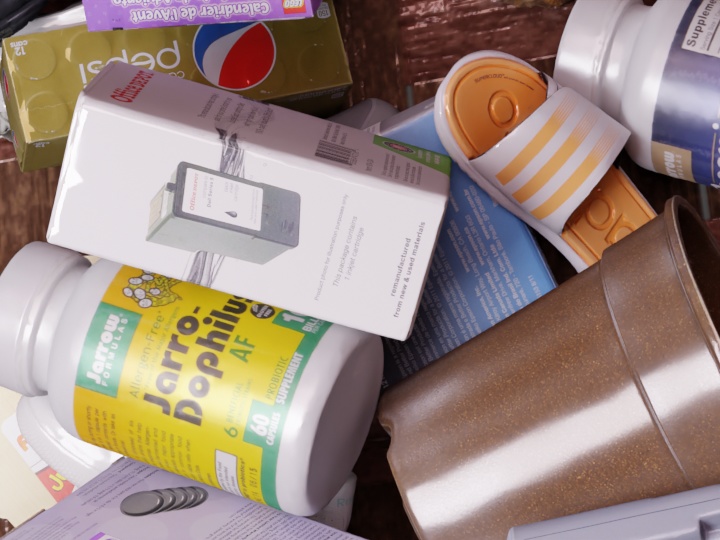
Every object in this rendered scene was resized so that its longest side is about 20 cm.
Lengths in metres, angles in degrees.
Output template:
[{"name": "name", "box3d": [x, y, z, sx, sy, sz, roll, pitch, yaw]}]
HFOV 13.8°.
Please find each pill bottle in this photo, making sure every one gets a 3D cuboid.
[{"name": "pill bottle", "box3d": [0.216, -0.101, 1.704, 0.200, 0.111, 0.111, 16, 77, 19]}, {"name": "pill bottle", "box3d": [-0.099, 0.052, 1.616, 0.200, 0.113, 0.113, 18, 78, 17]}]

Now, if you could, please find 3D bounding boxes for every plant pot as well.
[{"name": "plant pot", "box3d": [0.130, 0.090, 1.632, 0.198, 0.200, 0.200, -26, 68, 14]}]

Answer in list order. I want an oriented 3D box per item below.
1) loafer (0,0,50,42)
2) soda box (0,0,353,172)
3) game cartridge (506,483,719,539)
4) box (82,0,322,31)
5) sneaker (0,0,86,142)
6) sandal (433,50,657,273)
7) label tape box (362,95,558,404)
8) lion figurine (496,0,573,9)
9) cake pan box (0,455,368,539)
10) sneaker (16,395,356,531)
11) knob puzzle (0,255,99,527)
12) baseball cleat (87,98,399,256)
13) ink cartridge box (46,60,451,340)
[{"name": "loafer", "box3d": [-0.196, -0.206, 1.821, 0.068, 0.070, 0.201, 10, 37, 33]}, {"name": "soda box", "box3d": [-0.111, -0.114, 1.770, 0.200, 0.064, 0.068, -11, 78, -11]}, {"name": "game cartridge", "box3d": [0.149, 0.186, 1.585, 0.133, 0.200, 0.041, -16, 51, 7]}, {"name": "box", "box3d": [-0.076, -0.200, 1.781, 0.137, 0.200, 0.039, -3, 116, 14]}, {"name": "sneaker", "box3d": [-0.191, -0.095, 1.826, 0.200, 0.076, 0.115, -18, 67, 6]}, {"name": "sandal", "box3d": [0.131, -0.050, 1.677, 0.207, 0.059, 0.079, 43, 64, -21]}, {"name": "label tape box", "box3d": [0.000, 0.000, 1.722, 0.200, 0.066, 0.143, -25, 99, 7]}, {"name": "lion figurine", "box3d": [0.164, -0.192, 1.762, 0.200, 0.122, 0.072, 4, 72, 0]}, {"name": "cake pan box", "box3d": [-0.110, 0.179, 1.552, 0.184, 0.200, 0.052, 14, 120, 31]}, {"name": "sneaker", "box3d": [-0.094, 0.097, 1.690, 0.200, 0.075, 0.089, 26, 121, 0]}, {"name": "knob puzzle", "box3d": [-0.145, 0.077, 1.757, 0.220, 0.030, 0.220, 0, 92, -1]}, {"name": "baseball cleat", "box3d": [-0.072, -0.052, 1.767, 0.200, 0.070, 0.106, -41, 111, -1]}, {"name": "ink cartridge box", "box3d": [-0.057, -0.040, 1.610, 0.200, 0.146, 0.084, 16, 102, 0]}]
